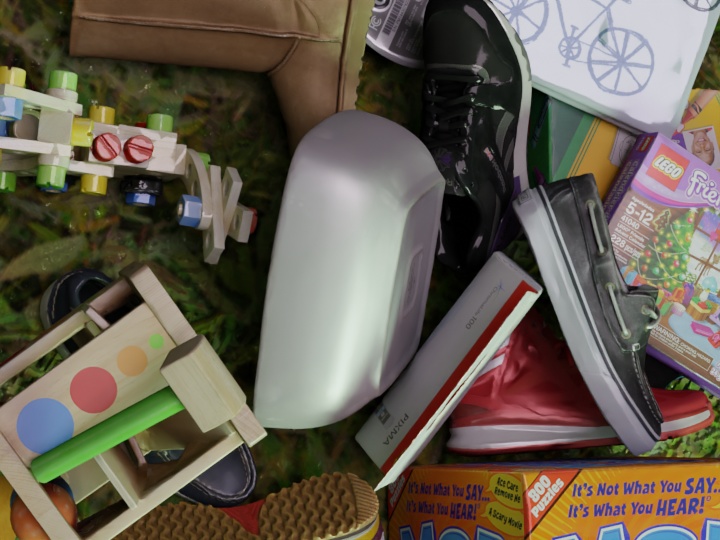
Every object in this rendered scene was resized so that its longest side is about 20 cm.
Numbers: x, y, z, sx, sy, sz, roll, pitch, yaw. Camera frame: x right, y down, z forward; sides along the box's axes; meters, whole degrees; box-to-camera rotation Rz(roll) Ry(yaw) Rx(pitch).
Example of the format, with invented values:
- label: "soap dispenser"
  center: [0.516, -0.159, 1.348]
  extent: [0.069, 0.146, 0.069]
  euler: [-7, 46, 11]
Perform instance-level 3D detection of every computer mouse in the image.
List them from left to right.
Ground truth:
- label: "computer mouse"
  center: [-0.024, -0.204, 1.336]
  extent: [0.200, 0.044, 0.110]
  euler: [29, 76, -16]

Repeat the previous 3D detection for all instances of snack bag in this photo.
- label: "snack bag"
  center: [0.178, -0.218, 1.355]
  extent: [0.188, 0.021, 0.200]
  euler: [22, 90, -13]

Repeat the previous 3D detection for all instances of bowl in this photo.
- label: "bowl"
  center: [0.000, 0.000, 1.223]
  extent: [0.075, 0.200, 0.200]
  euler: [11, 103, 11]

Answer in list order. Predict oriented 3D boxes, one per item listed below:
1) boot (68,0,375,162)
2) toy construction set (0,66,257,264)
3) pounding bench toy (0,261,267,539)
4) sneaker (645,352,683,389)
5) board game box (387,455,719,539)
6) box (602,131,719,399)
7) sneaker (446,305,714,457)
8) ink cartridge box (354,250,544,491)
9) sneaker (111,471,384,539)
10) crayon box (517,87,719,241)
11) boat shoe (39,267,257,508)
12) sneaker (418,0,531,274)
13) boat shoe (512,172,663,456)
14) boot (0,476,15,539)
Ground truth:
- label: "boot"
  center: [-0.101, -0.146, 1.282]
  extent: [0.200, 0.066, 0.175]
  euler: [6, 106, -11]
- label: "toy construction set"
  center: [-0.161, -0.074, 1.212]
  extent: [0.200, 0.131, 0.092]
  euler: [23, 77, -21]
- label: "pounding bench toy"
  center: [-0.156, 0.091, 1.106]
  extent: [0.156, 0.200, 0.124]
  euler: [-36, 97, -8]
- label: "sneaker"
  center: [0.275, 0.040, 1.437]
  extent: [0.200, 0.073, 0.082]
  euler: [-17, 100, -15]
- label: "board game box"
  center: [0.152, 0.232, 1.283]
  extent: [0.200, 0.200, 0.200]
  euler: [1, 85, -25]
- label: "box"
  center: [0.257, 0.008, 1.369]
  extent: [0.200, 0.039, 0.137]
  euler: [31, 82, -15]
- label: "sneaker"
  center: [0.157, 0.072, 1.357]
  extent: [0.200, 0.078, 0.116]
  euler: [-4, 85, -13]
- label: "ink cartridge box"
  center: [0.054, 0.063, 1.236]
  extent: [0.047, 0.200, 0.160]
  euler: [38, 95, 7]
- label: "sneaker"
  center: [-0.081, 0.202, 1.253]
  extent: [0.200, 0.075, 0.090]
  euler: [-10, 129, -5]
- label: "crayon box"
  center: [0.217, -0.078, 1.421]
  extent: [0.200, 0.058, 0.119]
  euler: [3, 84, -23]
- label: "boat shoe"
  center: [-0.133, 0.080, 1.247]
  extent: [0.075, 0.062, 0.200]
  euler: [-39, 101, -24]
- label: "sneaker"
  center: [0.075, -0.093, 1.304]
  extent: [0.088, 0.076, 0.200]
  euler: [-44, 130, -51]
- label: "boat shoe"
  center: [0.172, 0.028, 1.283]
  extent: [0.071, 0.072, 0.200]
  euler: [-23, 94, 8]
- label: "boot"
  center: [-0.256, 0.192, 1.136]
  extent: [0.071, 0.144, 0.201]
  euler: [46, 69, -14]
